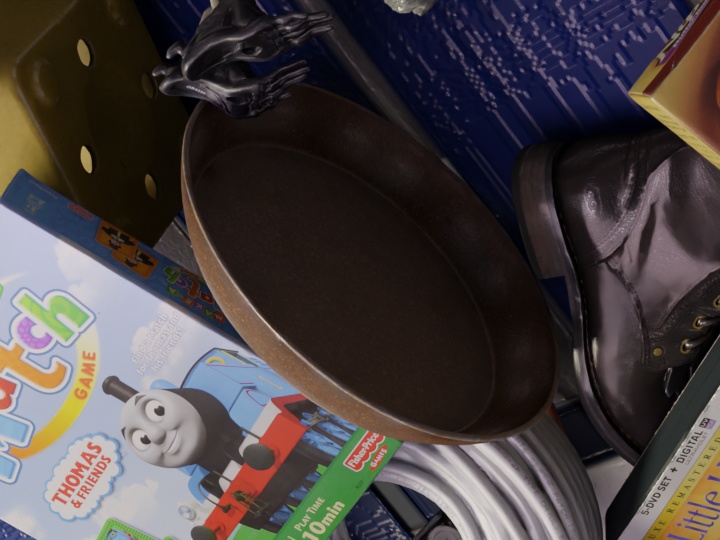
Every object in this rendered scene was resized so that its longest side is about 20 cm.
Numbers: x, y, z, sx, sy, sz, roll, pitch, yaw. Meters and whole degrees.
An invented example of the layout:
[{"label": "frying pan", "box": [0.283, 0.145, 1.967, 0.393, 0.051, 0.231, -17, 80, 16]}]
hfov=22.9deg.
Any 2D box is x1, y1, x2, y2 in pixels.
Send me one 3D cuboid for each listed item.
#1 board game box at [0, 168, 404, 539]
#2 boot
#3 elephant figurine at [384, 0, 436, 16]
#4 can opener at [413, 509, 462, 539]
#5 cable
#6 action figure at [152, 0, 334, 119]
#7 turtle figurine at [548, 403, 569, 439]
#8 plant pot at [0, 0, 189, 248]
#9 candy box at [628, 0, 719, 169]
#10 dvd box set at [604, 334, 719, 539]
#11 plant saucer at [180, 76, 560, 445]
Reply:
[{"label": "board game box", "box": [-0.100, 0.068, 0.790, 0.199, 0.037, 0.152, 31, 120, -8]}, {"label": "boot", "box": [0.171, 0.003, 0.773, 0.173, 0.069, 0.201, -13, 117, 34]}, {"label": "elephant figurine", "box": [-0.011, -0.222, 0.645, 0.141, 0.155, 0.201, 13, 131, 19]}, {"label": "can opener", "box": [0.014, 0.194, 0.943, 0.053, 0.066, 0.200, 44, 96, 9]}, {"label": "cable", "box": [0.017, 0.130, 0.853, 0.199, 0.069, 0.201, 35, 119, 8]}, {"label": "action figure", "box": [-0.065, -0.169, 0.752, 0.119, 0.101, 0.201, 105, 148, -69]}, {"label": "turtle figurine", "box": [0.005, 0.063, 0.912, 0.200, 0.064, 0.161, 44, 133, -7]}, {"label": "plant pot", "box": [-0.194, -0.052, 0.858, 0.199, 0.196, 0.195, -11, 118, 27]}, {"label": "candy box", "box": [0.217, -0.050, 0.674, 0.200, 0.056, 0.117, 38, 95, -6]}, {"label": "dvd box set", "box": [0.228, 0.101, 0.797, 0.199, 0.030, 0.147, 16, 133, -9]}, {"label": "plant saucer", "box": [0.000, 0.000, 0.772, 0.200, 0.200, 0.034, 41, 122, -5]}]
